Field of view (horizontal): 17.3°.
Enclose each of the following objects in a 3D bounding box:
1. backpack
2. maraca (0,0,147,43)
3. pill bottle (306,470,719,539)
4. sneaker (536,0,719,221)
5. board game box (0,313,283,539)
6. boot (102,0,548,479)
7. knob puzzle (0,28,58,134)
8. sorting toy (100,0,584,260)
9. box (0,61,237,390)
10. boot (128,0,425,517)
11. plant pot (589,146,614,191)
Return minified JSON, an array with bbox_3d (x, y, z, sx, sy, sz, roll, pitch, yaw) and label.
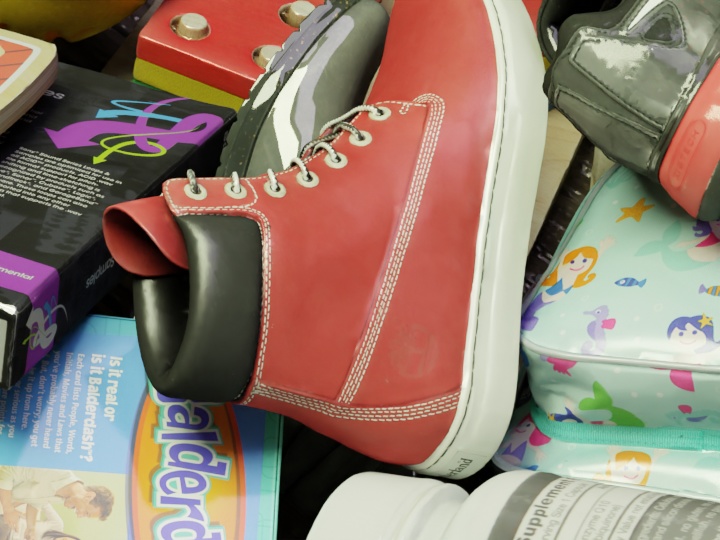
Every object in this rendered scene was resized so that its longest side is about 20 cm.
[{"bbox_3d":[0.150,0.033,0.865,0.177,0.151,0.200,6,35,26],"label":"backpack"},{"bbox_3d":[-0.166,-0.148,0.967,0.200,0.107,0.137,2,26,-28],"label":"maraca"},{"bbox_3d":[0.084,0.126,0.757,0.200,0.113,0.113,7,37,25],"label":"pill bottle"},{"bbox_3d":[0.119,-0.092,0.848,0.098,0.071,0.200,25,33,7],"label":"sneaker"},{"bbox_3d":[-0.127,0.084,0.789,0.200,0.045,0.152,7,56,-5],"label":"board game box"},{"bbox_3d":[-0.014,-0.039,0.817,0.144,0.072,0.200,18,60,-23],"label":"boot"},{"bbox_3d":[-0.206,-0.075,0.846,0.219,0.031,0.220,1,23,0],"label":"knob puzzle"},{"bbox_3d":[0.003,-0.096,1.036,0.200,0.070,0.199,22,42,6],"label":"sorting toy"},{"bbox_3d":[-0.145,-0.031,0.852,0.143,0.036,0.200,17,28,13],"label":"box"},{"bbox_3d":[0.000,0.000,0.900,0.131,0.068,0.200,25,76,7],"label":"boot"},{"bbox_3d":[0.194,-0.075,1.002,0.183,0.201,0.201,7,42,5],"label":"plant pot"}]
